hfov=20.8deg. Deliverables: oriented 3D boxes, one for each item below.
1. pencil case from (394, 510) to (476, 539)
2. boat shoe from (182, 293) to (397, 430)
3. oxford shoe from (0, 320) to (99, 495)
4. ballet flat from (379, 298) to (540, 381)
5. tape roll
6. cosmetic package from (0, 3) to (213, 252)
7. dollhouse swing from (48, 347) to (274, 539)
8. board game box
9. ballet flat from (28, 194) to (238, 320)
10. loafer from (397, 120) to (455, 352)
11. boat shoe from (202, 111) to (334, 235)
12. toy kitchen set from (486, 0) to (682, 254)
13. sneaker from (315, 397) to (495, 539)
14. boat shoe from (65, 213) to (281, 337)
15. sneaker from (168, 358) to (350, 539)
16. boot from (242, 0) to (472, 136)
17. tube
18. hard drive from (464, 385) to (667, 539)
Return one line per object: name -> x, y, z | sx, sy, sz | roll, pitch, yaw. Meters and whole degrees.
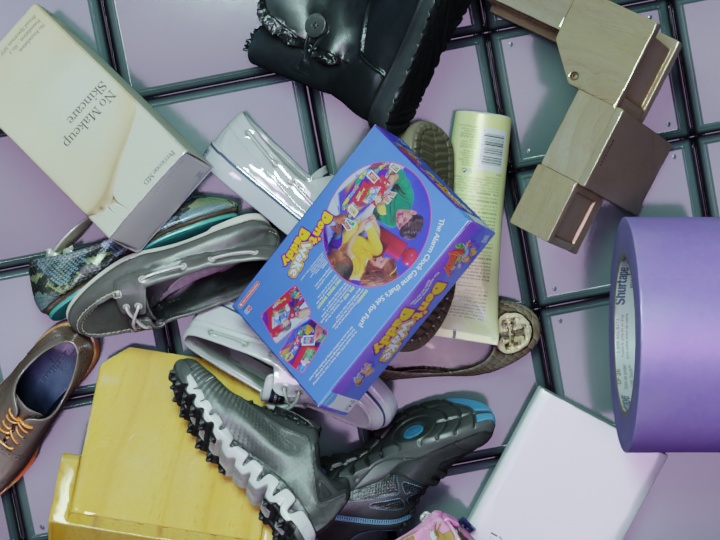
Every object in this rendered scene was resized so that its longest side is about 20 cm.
pencil case -> 0.018, 0.290, 1.734 | 0.199, 0.087, 0.083 | -31, 139, 11
boat shoe -> -0.066, 0.094, 1.718 | 0.199, 0.074, 0.067 | 29, 52, 13
oxford shoe -> -0.308, 0.131, 1.734 | 0.071, 0.073, 0.201 | 33, 95, -4
ballet flat -> 0.063, 0.066, 1.742 | 0.198, 0.046, 0.068 | -6, 95, 1
tape roll -> 0.265, 0.054, 1.666 | 0.084, 0.200, 0.202 | 1, 95, 0
cosmetic package -> -0.235, -0.122, 1.679 | 0.200, 0.073, 0.104 | 43, 93, 18
dollhouse swing -> -0.166, 0.200, 1.761 | 0.198, 0.177, 0.182 | 8, 137, -1
board game box -> 0.000, 0.000, 1.629 | 0.200, 0.045, 0.135 | -51, 57, 12
ballet flat -> -0.206, -0.030, 1.726 | 0.199, 0.074, 0.075 | -28, 95, -1
loafer -> 0.039, -0.027, 1.693 | 0.076, 0.067, 0.201 | 18, 74, -37
boat shoe -> -0.045, -0.061, 1.717 | 0.200, 0.074, 0.065 | 37, 98, -4
toy kitchen set -> 0.166, -0.139, 1.707 | 0.180, 0.163, 0.201 | 29, 95, 25
sneaker -> 0.035, 0.181, 1.751 | 0.199, 0.073, 0.082 | -26, 111, 8
boat shoe -> -0.159, 0.014, 1.696 | 0.199, 0.057, 0.067 | -25, 139, -2
sneaker -> -0.082, 0.146, 1.680 | 0.090, 0.067, 0.200 | -34, 74, -25
boot -> 0.000, -0.235, 1.666 | 0.168, 0.076, 0.201 | 32, 108, 20
tube -> 0.095, -0.039, 1.723 | 0.058, 0.052, 0.202 | 6, 89, 44
hard drive -> 0.172, 0.223, 1.768 | 0.131, 0.027, 0.201 | 28, 95, -2
